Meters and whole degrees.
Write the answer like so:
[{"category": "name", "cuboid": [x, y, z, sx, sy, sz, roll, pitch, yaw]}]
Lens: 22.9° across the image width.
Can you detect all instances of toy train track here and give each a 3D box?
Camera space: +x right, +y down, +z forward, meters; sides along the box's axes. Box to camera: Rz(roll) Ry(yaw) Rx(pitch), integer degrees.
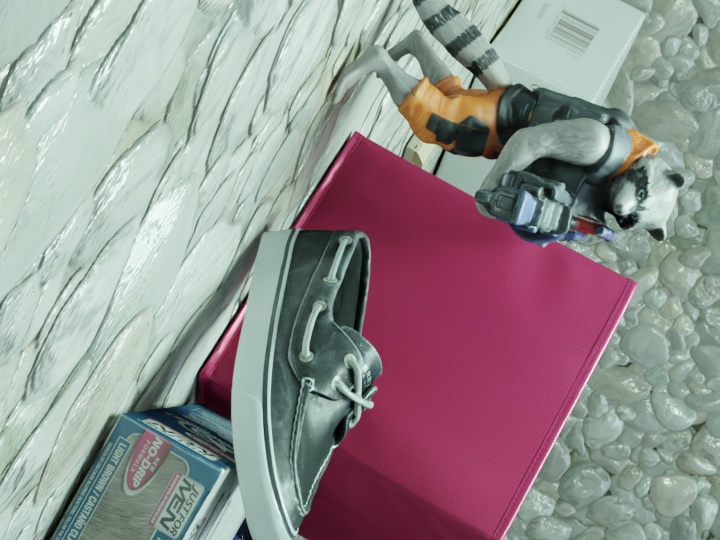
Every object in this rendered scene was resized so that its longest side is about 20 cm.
[{"category": "toy train track", "cuboid": [0.040, -0.050, 1.459, 0.115, 0.033, 0.200, -58, 172, -28]}]

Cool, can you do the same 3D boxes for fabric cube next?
[{"category": "fabric cube", "cuboid": [0.027, 0.073, 1.128, 0.196, 0.199, 0.200, -60, 173, -24]}]

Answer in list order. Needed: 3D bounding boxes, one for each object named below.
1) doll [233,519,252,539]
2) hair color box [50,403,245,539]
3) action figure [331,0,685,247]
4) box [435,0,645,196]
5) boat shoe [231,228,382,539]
[{"category": "doll", "cuboid": [-0.105, 0.211, 1.356, 0.136, 0.048, 0.200, -53, 180, 43]}, {"category": "hair color box", "cuboid": [-0.103, 0.127, 0.942, 0.100, 0.061, 0.200, -61, 174, 0]}, {"category": "action figure", "cuboid": [0.086, -0.076, 0.962, 0.105, 0.193, 0.200, -63, 174, 5]}, {"category": "box", "cuboid": [0.162, -0.152, 1.656, 0.152, 0.106, 0.200, -56, 172, -42]}, {"category": "boat shoe", "cuboid": [-0.023, 0.055, 0.925, 0.200, 0.068, 0.072, -84, 165, -46]}]
